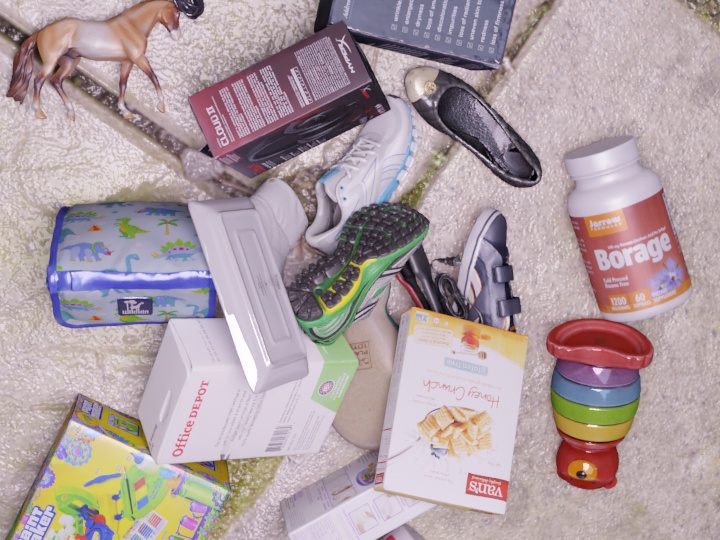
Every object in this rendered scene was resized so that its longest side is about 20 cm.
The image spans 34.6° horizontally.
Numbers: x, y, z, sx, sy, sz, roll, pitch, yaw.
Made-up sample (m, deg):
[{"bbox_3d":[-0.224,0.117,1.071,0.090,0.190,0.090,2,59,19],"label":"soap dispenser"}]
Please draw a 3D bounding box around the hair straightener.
[{"bbox_3d":[0.083,0.013,1.314,0.077,0.041,0.200,-31,79,32],"label":"hair straightener"}]

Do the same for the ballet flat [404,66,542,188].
[{"bbox_3d":[0.135,-0.169,1.332,0.200,0.057,0.066,37,90,-12],"label":"ballet flat"}]

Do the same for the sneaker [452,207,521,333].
[{"bbox_3d":[0.152,0.031,1.344,0.079,0.078,0.200,19,104,23],"label":"sneaker"}]

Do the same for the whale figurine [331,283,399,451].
[{"bbox_3d":[0.022,0.105,1.334,0.159,0.104,0.200,-13,85,27],"label":"whale figurine"}]

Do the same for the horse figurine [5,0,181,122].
[{"bbox_3d":[-0.290,-0.229,1.252,0.200,0.050,0.133,-4,86,-3],"label":"horse figurine"}]

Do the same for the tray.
[{"bbox_3d":[-0.105,0.019,1.163,0.022,0.107,0.200,-21,86,28],"label":"tray"}]

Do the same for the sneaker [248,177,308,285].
[{"bbox_3d":[-0.094,-0.007,1.306,0.074,0.116,0.200,16,134,26],"label":"sneaker"}]

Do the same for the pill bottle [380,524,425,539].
[{"bbox_3d":[0.016,0.405,1.363,0.200,0.111,0.111,-45,102,-1],"label":"pill bottle"}]

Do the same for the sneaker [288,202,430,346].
[{"bbox_3d":[0.000,0.000,1.261,0.200,0.078,0.085,-42,147,-24],"label":"sneaker"}]

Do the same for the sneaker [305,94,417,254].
[{"bbox_3d":[-0.003,-0.106,1.294,0.087,0.075,0.200,18,94,-44],"label":"sneaker"}]

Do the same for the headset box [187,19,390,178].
[{"bbox_3d":[-0.080,-0.173,1.228,0.200,0.149,0.077,-26,83,6],"label":"headset box"}]

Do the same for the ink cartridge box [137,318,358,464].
[{"bbox_3d":[-0.124,0.129,1.255,0.200,0.084,0.146,2,128,-32],"label":"ink cartridge box"}]

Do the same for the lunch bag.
[{"bbox_3d":[-0.237,-0.005,1.219,0.170,0.200,0.128,-2,98,-10],"label":"lunch bag"}]

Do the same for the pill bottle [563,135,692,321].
[{"bbox_3d":[0.307,-0.050,1.350,0.112,0.112,0.200,-21,101,-6],"label":"pill bottle"}]

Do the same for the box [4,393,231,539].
[{"bbox_3d":[-0.276,0.277,1.290,0.192,0.122,0.200,27,93,-12],"label":"box"}]

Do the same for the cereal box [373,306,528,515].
[{"bbox_3d":[0.100,0.153,1.248,0.144,0.040,0.200,14,73,-17],"label":"cereal box"}]

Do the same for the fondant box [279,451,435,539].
[{"bbox_3d":[0.010,0.258,1.323,0.200,0.144,0.058,-29,96,-5],"label":"fondant box"}]

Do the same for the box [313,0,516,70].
[{"bbox_3d":[0.069,-0.338,1.264,0.196,0.124,0.200,12,96,-12],"label":"box"}]

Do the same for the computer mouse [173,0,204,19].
[{"bbox_3d":[-0.143,-0.375,1.264,0.200,0.044,0.110,-38,89,0],"label":"computer mouse"}]

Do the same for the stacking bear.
[{"bbox_3d":[0.277,0.169,1.379,0.121,0.114,0.200,7,109,13],"label":"stacking bear"}]
